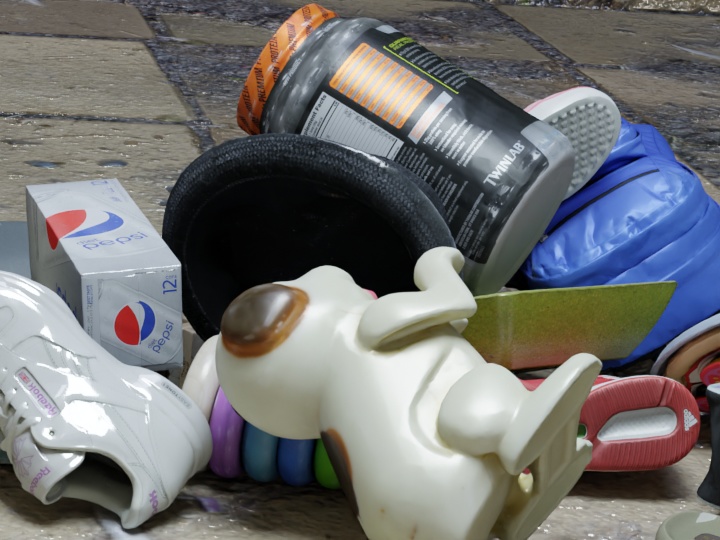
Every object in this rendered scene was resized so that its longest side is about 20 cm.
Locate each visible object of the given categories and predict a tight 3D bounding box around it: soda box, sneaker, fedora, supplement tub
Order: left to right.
[{"bbox_3d":[-0.183,0.071,1.464,0.199,0.075,0.100,31,44,4],"label":"sneaker"},{"bbox_3d":[-0.161,0.001,1.602,0.063,0.069,0.200,-5,19,-15],"label":"soda box"},{"bbox_3d":[-0.018,-0.014,1.572,0.200,0.201,0.092,11,30,22],"label":"fedora"},{"bbox_3d":[0.027,-0.080,1.649,0.200,0.123,0.122,33,22,14],"label":"supplement tub"},{"bbox_3d":[0.085,-0.075,1.796,0.075,0.200,0.105,38,17,-37],"label":"sneaker"},{"bbox_3d":[0.107,0.101,1.612,0.199,0.079,0.116,3,-4,-1],"label":"sneaker"}]

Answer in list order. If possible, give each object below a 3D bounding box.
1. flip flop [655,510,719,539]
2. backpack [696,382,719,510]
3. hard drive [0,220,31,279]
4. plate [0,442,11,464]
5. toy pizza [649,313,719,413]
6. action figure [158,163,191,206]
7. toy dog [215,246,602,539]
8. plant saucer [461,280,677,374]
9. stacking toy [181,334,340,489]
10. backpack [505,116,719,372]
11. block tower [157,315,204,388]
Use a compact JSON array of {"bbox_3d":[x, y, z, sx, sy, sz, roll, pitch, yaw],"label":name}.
[{"bbox_3d":[0.252,0.157,1.410,0.199,0.058,0.081,16,18,39],"label":"flip flop"},{"bbox_3d":[0.317,0.092,1.533,0.199,0.151,0.177,-3,14,-45],"label":"backpack"},{"bbox_3d":[-0.242,0.002,1.915,0.139,0.033,0.200,0,15,-17],"label":"hard drive"},{"bbox_3d":[-0.224,0.080,1.628,0.199,0.026,0.200,5,13,-1],"label":"plate"},{"bbox_3d":[0.289,0.061,1.685,0.199,0.032,0.200,-8,-23,-4],"label":"toy pizza"},{"bbox_3d":[-0.059,-0.053,1.835,0.130,0.070,0.200,-18,20,-35],"label":"action figure"},{"bbox_3d":[0.010,0.079,1.437,0.200,0.194,0.140,35,-16,22],"label":"toy dog"},{"bbox_3d":[0.080,0.046,1.697,0.199,0.048,0.200,-10,-4,40],"label":"plant saucer"},{"bbox_3d":[-0.007,0.103,1.529,0.199,0.086,0.085,15,16,11],"label":"stacking toy"},{"bbox_3d":[0.177,-0.024,1.864,0.162,0.168,0.200,-35,21,6],"label":"backpack"},{"bbox_3d":[-0.114,0.055,1.704,0.199,0.054,0.058,18,18,41],"label":"block tower"}]
